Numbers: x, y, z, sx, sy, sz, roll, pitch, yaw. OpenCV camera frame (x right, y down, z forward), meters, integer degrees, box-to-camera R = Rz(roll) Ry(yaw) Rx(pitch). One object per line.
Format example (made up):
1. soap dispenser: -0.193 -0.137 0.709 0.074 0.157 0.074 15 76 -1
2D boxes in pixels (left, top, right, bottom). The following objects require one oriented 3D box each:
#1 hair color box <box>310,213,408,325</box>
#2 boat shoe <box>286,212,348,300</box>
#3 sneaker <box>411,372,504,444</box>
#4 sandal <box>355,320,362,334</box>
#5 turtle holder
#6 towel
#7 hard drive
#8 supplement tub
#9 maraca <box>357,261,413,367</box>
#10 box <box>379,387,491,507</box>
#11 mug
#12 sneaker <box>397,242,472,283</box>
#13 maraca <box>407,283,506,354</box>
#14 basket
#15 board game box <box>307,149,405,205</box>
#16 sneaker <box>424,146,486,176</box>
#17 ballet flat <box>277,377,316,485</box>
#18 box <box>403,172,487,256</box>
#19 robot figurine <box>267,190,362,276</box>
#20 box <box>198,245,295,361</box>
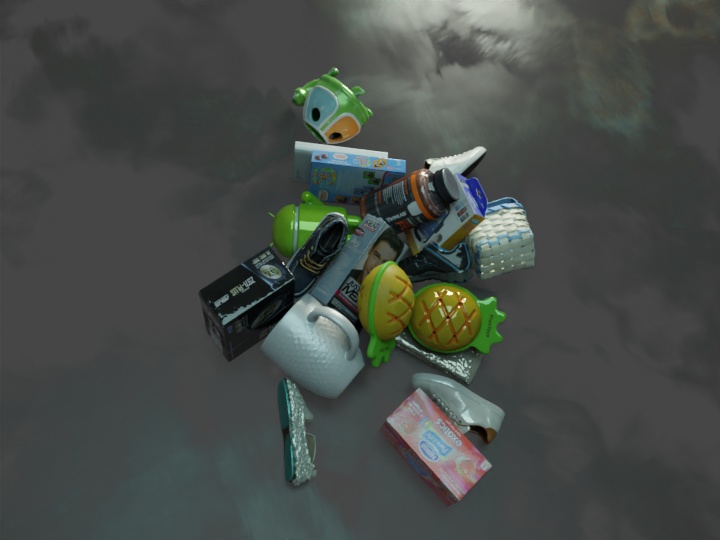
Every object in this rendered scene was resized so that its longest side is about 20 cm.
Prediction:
1. hair color box: 0.000 0.000 1.534 0.060 0.099 0.201 28 79 46
2. boat shoe: -0.093 -0.024 1.510 0.070 0.091 0.202 31 97 -10
3. sneaker: 0.183 0.272 1.500 0.198 0.073 0.085 27 63 3
4. sandal: 0.009 0.055 1.598 0.074 0.045 0.202 24 65 6
5. turtle holder: -0.074 -0.372 1.729 0.185 0.141 0.132 42 84 2
6. towel: 0.168 0.137 1.590 0.198 0.035 0.133 30 67 5
7. hard drive: -0.048 -0.224 1.668 0.197 0.132 0.027 7 65 -4
8. supplement tub: 0.103 -0.143 1.583 0.198 0.107 0.108 -22 63 29
9. maraca: 0.047 0.083 1.477 0.106 0.137 0.203 9 99 29
10. box: 0.139 0.338 1.459 0.094 0.103 0.200 -39 77 -21
11. mug: -0.074 0.144 1.466 0.175 0.200 0.148 41 47 4
12. sneaker: 0.132 -0.016 1.577 0.197 0.073 0.083 -2 96 13
13. maraca: 0.191 0.098 1.528 0.197 0.107 0.139 10 89 1
14. basket: 0.280 -0.080 1.650 0.174 0.140 0.201 -14 44 -2
15. board game box: -0.012 -0.193 1.648 0.197 0.152 0.037 5 63 -5
16. sneaker: 0.198 -0.239 1.739 0.199 0.073 0.085 -36 77 -19
17. ballet flat: -0.120 0.307 1.465 0.071 0.072 0.203 -4 72 -9
18. box: 0.178 -0.110 1.609 0.041 0.200 0.120 15 42 -40
19. robot figurine: -0.096 -0.079 1.606 0.197 0.116 0.178 3 73 -6
20. box: -0.216 0.069 1.478 0.163 0.201 0.086 -34 72 -21
